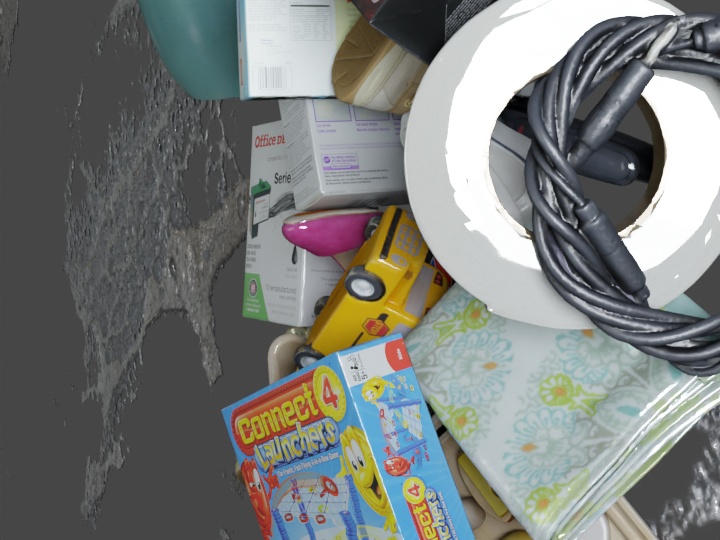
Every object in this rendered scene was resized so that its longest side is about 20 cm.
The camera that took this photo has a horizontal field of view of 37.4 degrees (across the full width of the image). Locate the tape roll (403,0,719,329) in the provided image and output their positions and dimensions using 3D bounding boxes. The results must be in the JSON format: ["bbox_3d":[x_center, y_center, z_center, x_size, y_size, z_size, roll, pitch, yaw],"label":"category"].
[{"bbox_3d":[0.124,-0.066,0.625,0.037,0.202,0.203,-55,-36,-83],"label":"tape roll"}]

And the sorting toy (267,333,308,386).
[{"bbox_3d":[-0.021,0.169,0.948,0.036,0.185,0.201,-10,71,25],"label":"sorting toy"}]

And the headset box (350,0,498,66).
[{"bbox_3d":[0.036,-0.245,0.676,0.149,0.077,0.200,-48,47,18],"label":"headset box"}]

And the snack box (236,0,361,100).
[{"bbox_3d":[0.006,-0.190,0.813,0.037,0.199,0.117,-163,71,-73],"label":"snack box"}]

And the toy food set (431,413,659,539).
[{"bbox_3d":[0.106,0.183,0.739,0.144,0.060,0.200,-46,62,18],"label":"toy food set"}]

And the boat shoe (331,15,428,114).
[{"bbox_3d":[0.060,-0.188,0.743,0.200,0.069,0.074,-45,43,32],"label":"boat shoe"}]

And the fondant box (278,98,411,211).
[{"bbox_3d":[0.007,-0.155,0.879,0.058,0.144,0.201,-24,73,63],"label":"fondant box"}]

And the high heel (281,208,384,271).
[{"bbox_3d":[0.000,0.000,0.880,0.067,0.200,0.096,-1,89,27],"label":"high heel"}]

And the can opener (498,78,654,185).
[{"bbox_3d":[0.128,-0.098,0.743,0.200,0.063,0.079,43,138,52],"label":"can opener"}]

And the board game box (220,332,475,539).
[{"bbox_3d":[-0.010,0.166,0.771,0.200,0.056,0.196,-32,75,54],"label":"board game box"}]

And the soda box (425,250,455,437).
[{"bbox_3d":[0.090,0.036,0.838,0.071,0.063,0.201,9,103,62],"label":"soda box"}]

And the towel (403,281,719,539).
[{"bbox_3d":[0.126,0.057,0.691,0.171,0.048,0.200,-45,47,7],"label":"towel"}]

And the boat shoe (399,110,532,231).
[{"bbox_3d":[0.068,-0.069,0.742,0.200,0.066,0.072,44,157,52],"label":"boat shoe"}]

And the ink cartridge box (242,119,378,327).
[{"bbox_3d":[-0.049,-0.049,1.047,0.146,0.084,0.201,3,91,61],"label":"ink cartridge box"}]

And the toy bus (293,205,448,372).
[{"bbox_3d":[0.005,0.041,0.829,0.200,0.078,0.065,-56,9,46],"label":"toy bus"}]

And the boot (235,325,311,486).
[{"bbox_3d":[-0.060,0.128,1.023,0.073,0.200,0.156,-20,71,29],"label":"boot"}]

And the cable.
[{"bbox_3d":[0.172,-0.039,0.579,0.051,0.163,0.201,-76,-16,-82],"label":"cable"}]

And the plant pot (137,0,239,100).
[{"bbox_3d":[-0.125,-0.263,1.074,0.200,0.200,0.161,24,128,59],"label":"plant pot"}]
